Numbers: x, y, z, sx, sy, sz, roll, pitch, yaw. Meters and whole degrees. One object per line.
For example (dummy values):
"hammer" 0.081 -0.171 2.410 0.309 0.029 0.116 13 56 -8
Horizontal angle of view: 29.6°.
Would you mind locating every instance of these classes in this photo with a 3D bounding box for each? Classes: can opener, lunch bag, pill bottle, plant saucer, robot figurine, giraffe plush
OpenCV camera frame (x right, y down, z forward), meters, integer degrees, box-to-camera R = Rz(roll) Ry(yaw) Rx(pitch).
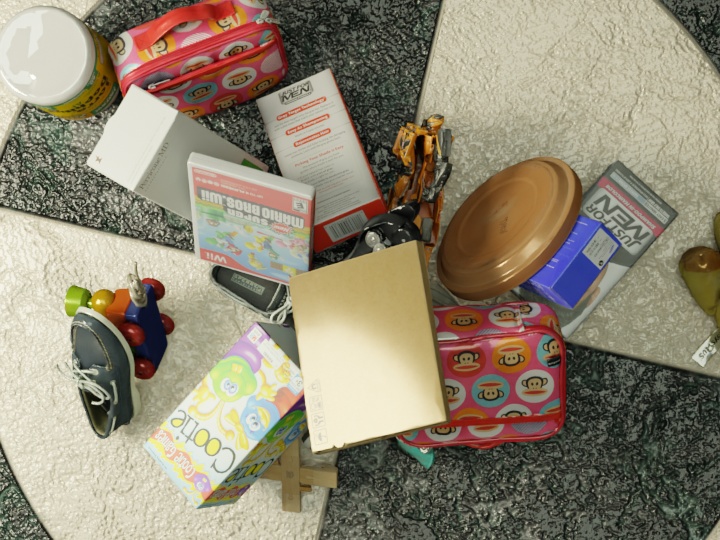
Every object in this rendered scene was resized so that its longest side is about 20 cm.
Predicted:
"can opener" 0.000 0.000 1.552 0.063 0.079 0.200 52 122 12
"lunch bag" -0.189 -0.252 1.588 0.200 0.176 0.082 -22 71 -4
"pill bottle" -0.344 -0.236 1.593 0.112 0.200 0.113 0 89 3
"plant saucer" 0.166 -0.054 1.575 0.200 0.200 0.032 -48 118 1
"robot figurine" 0.064 -0.087 1.604 0.058 0.145 0.200 8 100 -12
"lunch bag" 0.129 0.127 1.530 0.199 0.082 0.177 -4 121 2
"giraffe plush" 0.458 0.027 1.572 0.172 0.162 0.200 24 90 2

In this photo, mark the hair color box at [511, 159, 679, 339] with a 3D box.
"hair color box" 0.275 -0.024 1.633 0.099 0.061 0.200 42 92 2

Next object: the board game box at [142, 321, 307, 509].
"board game box" -0.134 0.168 1.575 0.105 0.103 0.200 45 100 18

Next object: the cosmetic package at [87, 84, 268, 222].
"cosmetic package" -0.209 -0.123 1.582 0.085 0.200 0.108 31 92 30

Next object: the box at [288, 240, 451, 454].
"box" 0.008 0.083 1.462 0.163 0.021 0.200 -16 71 24

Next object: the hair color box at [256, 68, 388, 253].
"hair color box" -0.044 -0.131 1.605 0.101 0.061 0.200 -22 60 4

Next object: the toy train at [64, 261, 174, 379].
"toy train" -0.296 0.039 1.601 0.115 0.200 0.085 10 53 12

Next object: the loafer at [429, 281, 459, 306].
"loafer" 0.099 0.069 1.584 0.200 0.070 0.070 29 109 -38

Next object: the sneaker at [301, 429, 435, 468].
"sneaker" 0.039 0.192 1.634 0.200 0.084 0.121 -33 82 4

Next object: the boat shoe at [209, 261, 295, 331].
"boat shoe" -0.089 0.035 1.645 0.199 0.068 0.074 29 91 3

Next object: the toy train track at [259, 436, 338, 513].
"toy train track" -0.123 0.234 1.660 0.200 0.033 0.115 6 120 9

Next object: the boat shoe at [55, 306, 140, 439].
"boat shoe" -0.309 0.123 1.597 0.075 0.200 0.062 27 55 20

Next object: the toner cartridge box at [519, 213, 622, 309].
"toner cartridge box" 0.205 -0.026 1.566 0.043 0.200 0.095 43 84 -27

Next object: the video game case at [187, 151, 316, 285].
"video game case" -0.122 -0.052 1.537 0.143 0.200 0.017 16 60 6
